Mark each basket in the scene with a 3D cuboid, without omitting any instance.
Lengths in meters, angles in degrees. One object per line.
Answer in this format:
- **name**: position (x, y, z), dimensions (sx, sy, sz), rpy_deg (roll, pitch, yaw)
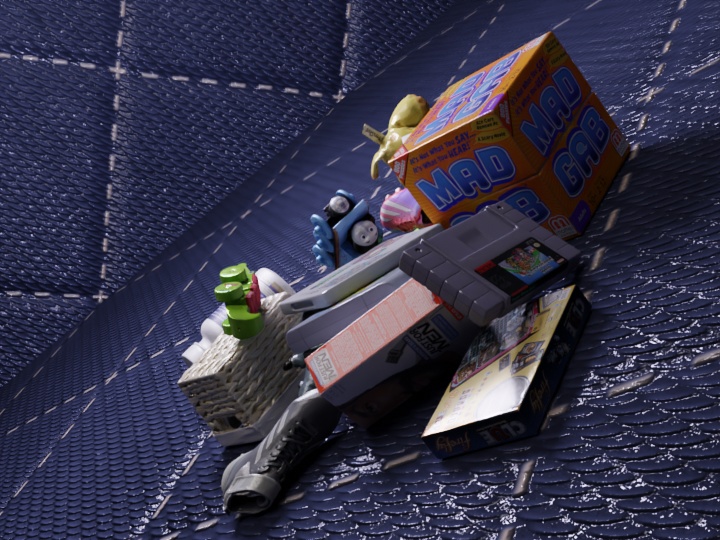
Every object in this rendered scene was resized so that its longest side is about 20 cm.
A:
- **basket**: position (-0.152, 0.141, 1.589), dimensions (0.135, 0.124, 0.200), rpy_deg (-19, 26, 50)

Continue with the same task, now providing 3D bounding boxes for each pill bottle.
- **pill bottle**: position (-0.192, 0.104, 1.789), dimensions (0.200, 0.120, 0.120), rpy_deg (-44, 16, -17)

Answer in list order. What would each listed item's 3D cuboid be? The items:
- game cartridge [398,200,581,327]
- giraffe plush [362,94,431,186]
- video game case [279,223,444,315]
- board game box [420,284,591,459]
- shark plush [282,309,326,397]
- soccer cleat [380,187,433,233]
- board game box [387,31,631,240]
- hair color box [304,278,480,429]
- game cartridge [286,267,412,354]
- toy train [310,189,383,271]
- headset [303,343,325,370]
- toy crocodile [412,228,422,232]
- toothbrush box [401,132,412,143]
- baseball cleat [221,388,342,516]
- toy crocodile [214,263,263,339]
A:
- **game cartridge**: position (0.154, -0.013, 1.245), dimensions (0.199, 0.129, 0.039), rpy_deg (-27, -41, -43)
- **giraffe plush**: position (0.126, -0.221, 1.926), dimensions (0.161, 0.174, 0.199), rpy_deg (14, 10, 41)
- **video game case**: position (0.000, 0.000, 1.493), dimensions (0.199, 0.024, 0.182), rpy_deg (-30, 6, -23)
- **board game box**: position (0.157, 0.106, 1.153), dimensions (0.135, 0.035, 0.200), rpy_deg (-24, 22, 43)
- **shark plush**: position (-0.066, 0.137, 1.492), dimensions (0.091, 0.083, 0.201), rpy_deg (91, -165, -60)
- **soccer cleat**: position (0.082, -0.088, 1.605), dimensions (0.200, 0.066, 0.077), rpy_deg (139, 133, -58)
- **board game box**: position (0.203, -0.155, 1.463), dimensions (0.199, 0.200, 0.200), rpy_deg (-21, 24, 47)
- **hair color box**: position (0.048, 0.091, 1.283), dimensions (0.199, 0.111, 0.064), rpy_deg (-37, 47, 10)
- **game cartridge**: position (-0.001, 0.044, 1.375), dimensions (0.199, 0.041, 0.133), rpy_deg (-29, 5, 38)
- **toy train**: position (-0.013, -0.043, 1.684), dimensions (0.087, 0.114, 0.200), rpy_deg (-45, -16, -19)
- **headset**: position (0.021, 0.077, 1.399), dimensions (0.198, 0.095, 0.124), rpy_deg (-14, 1, 0)
- **toy crocodile**: position (0.099, -0.030, 1.629), dimensions (0.067, 0.062, 0.200), rpy_deg (-39, 11, -4)
- **toothbrush box**: position (0.176, -0.198, 1.755), dimensions (0.199, 0.087, 0.146), rpy_deg (-24, 23, 9)
- **baseball cleat**: position (-0.092, 0.232, 1.339), dimensions (0.200, 0.070, 0.107), rpy_deg (-45, 21, 14)
- **toy crocodile**: position (-0.168, 0.040, 1.550), dimensions (0.061, 0.068, 0.200), rpy_deg (-10, 18, 1)
